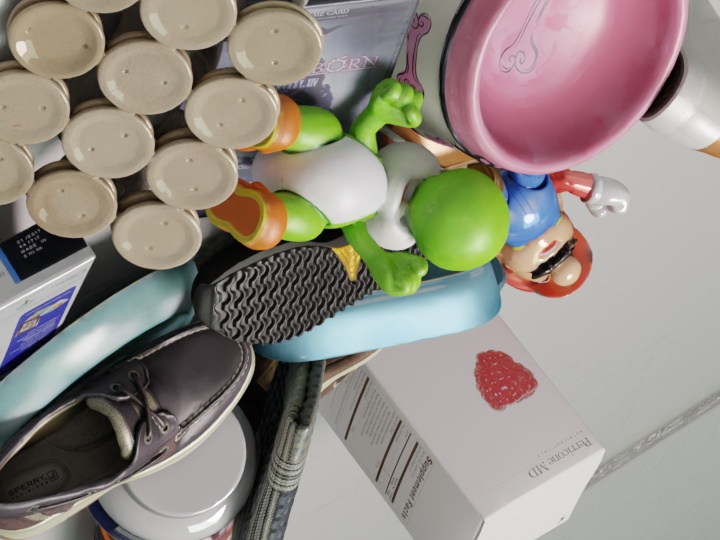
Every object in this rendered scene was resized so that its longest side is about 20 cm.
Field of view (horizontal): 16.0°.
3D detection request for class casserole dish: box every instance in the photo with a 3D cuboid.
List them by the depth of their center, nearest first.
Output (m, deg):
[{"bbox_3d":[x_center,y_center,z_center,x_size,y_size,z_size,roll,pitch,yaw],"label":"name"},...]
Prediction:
[{"bbox_3d":[0.000,0.000,1.684,0.200,0.121,0.039,-10,130,-15],"label":"casserole dish"}]

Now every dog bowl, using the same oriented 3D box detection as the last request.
[{"bbox_3d":[0.113,-0.146,1.549,0.200,0.074,0.200,-21,132,-25],"label":"dog bowl"}]

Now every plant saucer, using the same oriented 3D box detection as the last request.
[{"bbox_3d":[-0.176,0.066,1.625,0.200,0.027,0.200,-39,172,-6],"label":"plant saucer"}]

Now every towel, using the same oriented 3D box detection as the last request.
[{"bbox_3d":[-0.056,0.114,1.716,0.200,0.034,0.193,-81,-174,-55],"label":"towel"}]

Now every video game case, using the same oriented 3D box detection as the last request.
[{"bbox_3d":[-0.054,-0.097,1.502,0.143,0.019,0.200,-9,150,-21],"label":"video game case"}]

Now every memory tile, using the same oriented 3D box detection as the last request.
[{"bbox_3d":[-0.122,-0.088,1.345,0.153,0.017,0.200,20,131,-19],"label":"memory tile"}]

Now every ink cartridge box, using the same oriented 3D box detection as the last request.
[{"bbox_3d":[-0.220,0.034,1.499,0.099,0.039,0.200,-31,169,-25],"label":"ink cartridge box"}]

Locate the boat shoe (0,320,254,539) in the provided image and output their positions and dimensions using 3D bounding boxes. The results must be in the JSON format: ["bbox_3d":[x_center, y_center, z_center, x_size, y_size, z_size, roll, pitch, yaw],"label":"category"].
[{"bbox_3d":[-0.149,0.096,1.567,0.200,0.072,0.065,-32,176,-11],"label":"boat shoe"}]

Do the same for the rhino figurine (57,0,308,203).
[{"bbox_3d":[-0.110,-0.099,1.387,0.087,0.060,0.200,23,127,-23],"label":"rhino figurine"}]

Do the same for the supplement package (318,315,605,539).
[{"bbox_3d":[0.069,0.113,1.937,0.121,0.200,0.120,-28,157,-27],"label":"supplement package"}]

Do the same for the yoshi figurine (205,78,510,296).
[{"bbox_3d":[0.013,-0.045,1.503,0.200,0.112,0.112,9,137,-45],"label":"yoshi figurine"}]

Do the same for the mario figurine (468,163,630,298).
[{"bbox_3d":[0.131,-0.033,1.859,0.123,0.106,0.200,-6,155,13],"label":"mario figurine"}]

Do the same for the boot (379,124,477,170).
[{"bbox_3d":[0.102,-0.129,1.672,0.200,0.074,0.155,-33,155,-19],"label":"boot"}]

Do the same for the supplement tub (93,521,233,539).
[{"bbox_3d":[-0.144,0.194,1.899,0.107,0.107,0.200,-28,157,-25],"label":"supplement tub"}]

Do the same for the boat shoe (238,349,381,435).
[{"bbox_3d":[-0.028,0.047,1.846,0.202,0.075,0.075,-41,174,26],"label":"boat shoe"}]

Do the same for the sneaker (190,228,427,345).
[{"bbox_3d":[-0.043,-0.017,1.620,0.200,0.090,0.070,-23,134,-37],"label":"sneaker"}]

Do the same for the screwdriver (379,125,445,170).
[{"bbox_3d":[0.012,-0.088,1.589,0.028,0.029,0.200,-32,140,18],"label":"screwdriver"}]

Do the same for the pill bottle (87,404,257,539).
[{"bbox_3d":[-0.127,0.128,1.702,0.111,0.111,0.200,-33,178,-13],"label":"pill bottle"}]

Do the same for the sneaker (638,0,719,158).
[{"bbox_3d":[0.213,-0.136,1.673,0.085,0.200,0.073,31,122,-22],"label":"sneaker"}]
